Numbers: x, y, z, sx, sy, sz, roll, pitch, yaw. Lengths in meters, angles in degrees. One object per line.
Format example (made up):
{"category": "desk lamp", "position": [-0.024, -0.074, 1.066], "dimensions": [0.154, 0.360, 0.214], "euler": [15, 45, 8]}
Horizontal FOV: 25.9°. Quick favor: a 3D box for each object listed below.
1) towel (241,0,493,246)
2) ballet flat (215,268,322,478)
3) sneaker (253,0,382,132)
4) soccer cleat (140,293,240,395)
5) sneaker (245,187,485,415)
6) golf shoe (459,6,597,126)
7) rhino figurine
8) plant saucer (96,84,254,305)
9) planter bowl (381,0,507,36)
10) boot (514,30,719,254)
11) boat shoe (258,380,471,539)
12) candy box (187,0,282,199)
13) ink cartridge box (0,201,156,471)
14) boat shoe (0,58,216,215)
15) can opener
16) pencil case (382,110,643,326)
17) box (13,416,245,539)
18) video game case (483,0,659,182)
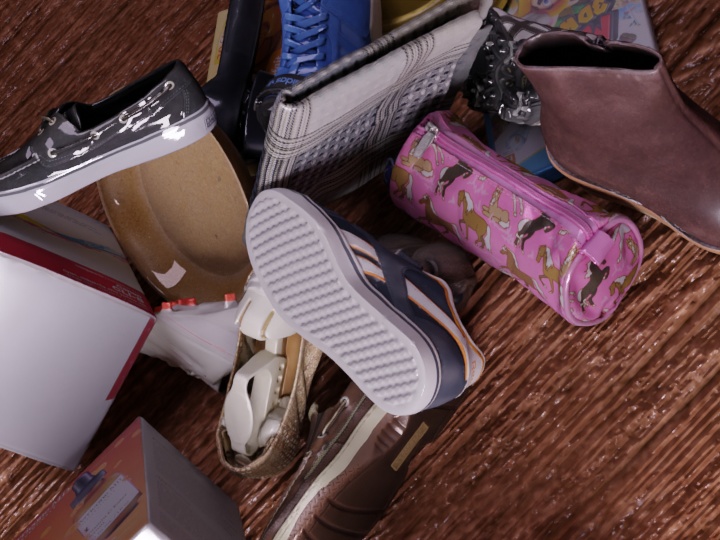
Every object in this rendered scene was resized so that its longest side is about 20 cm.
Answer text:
{"category": "towel", "position": [0.008, -0.105, 1.122], "dimensions": [0.199, 0.193, 0.035], "euler": [-33, 72, -27]}
{"category": "ballet flat", "position": [-0.063, 0.057, 1.114], "dimensions": [0.070, 0.065, 0.202], "euler": [13, 103, 26]}
{"category": "sneaker", "position": [-0.037, -0.163, 1.192], "dimensions": [0.076, 0.201, 0.111], "euler": [8, 34, 30]}
{"category": "soccer cleat", "position": [-0.124, 0.059, 1.222], "dimensions": [0.199, 0.069, 0.078], "euler": [-6, 90, 43]}
{"category": "sneaker", "position": [0.002, 0.019, 1.052], "dimensions": [0.200, 0.079, 0.079], "euler": [49, 125, 29]}
{"category": "golf shoe", "position": [0.133, -0.145, 1.148], "dimensions": [0.200, 0.094, 0.078], "euler": [-122, 37, -64]}
{"category": "rhino figurine", "position": [0.000, 0.000, 1.163], "dimensions": [0.199, 0.087, 0.060], "euler": [12, 109, 42]}
{"category": "plant saucer", "position": [-0.140, -0.059, 1.256], "dimensions": [0.199, 0.202, 0.035], "euler": [17, 35, 42]}
{"category": "planter bowl", "position": [0.022, -0.258, 1.264], "dimensions": [0.199, 0.084, 0.202], "euler": [-11, 55, 16]}
{"category": "boot", "position": [0.202, -0.080, 0.985], "dimensions": [0.198, 0.166, 0.073], "euler": [13, 70, 26]}
{"category": "boat shoe", "position": [-0.008, 0.124, 1.086], "dimensions": [0.075, 0.075, 0.202], "euler": [30, 69, 37]}
{"category": "candy box", "position": [-0.074, -0.145, 1.330], "dimensions": [0.115, 0.055, 0.202], "euler": [-14, 54, 29]}
{"category": "ink cartridge box", "position": [-0.272, 0.032, 1.240], "dimensions": [0.146, 0.144, 0.200], "euler": [-60, 28, 11]}
{"category": "boat shoe", "position": [-0.204, -0.100, 1.157], "dimensions": [0.198, 0.057, 0.069], "euler": [-20, 27, 9]}
{"category": "can opener", "position": [-0.098, -0.172, 1.291], "dimensions": [0.063, 0.078, 0.202], "euler": [121, 155, -56]}
{"category": "pencil case", "position": [0.106, -0.039, 1.090], "dimensions": [0.200, 0.086, 0.083], "euler": [37, 109, 39]}
{"category": "box", "position": [-0.162, 0.215, 1.059], "dimensions": [0.152, 0.106, 0.200], "euler": [-45, 17, 3]}
{"category": "video game case", "position": [0.156, -0.160, 1.195], "dimensions": [0.142, 0.018, 0.201], "euler": [-23, 50, 22]}
